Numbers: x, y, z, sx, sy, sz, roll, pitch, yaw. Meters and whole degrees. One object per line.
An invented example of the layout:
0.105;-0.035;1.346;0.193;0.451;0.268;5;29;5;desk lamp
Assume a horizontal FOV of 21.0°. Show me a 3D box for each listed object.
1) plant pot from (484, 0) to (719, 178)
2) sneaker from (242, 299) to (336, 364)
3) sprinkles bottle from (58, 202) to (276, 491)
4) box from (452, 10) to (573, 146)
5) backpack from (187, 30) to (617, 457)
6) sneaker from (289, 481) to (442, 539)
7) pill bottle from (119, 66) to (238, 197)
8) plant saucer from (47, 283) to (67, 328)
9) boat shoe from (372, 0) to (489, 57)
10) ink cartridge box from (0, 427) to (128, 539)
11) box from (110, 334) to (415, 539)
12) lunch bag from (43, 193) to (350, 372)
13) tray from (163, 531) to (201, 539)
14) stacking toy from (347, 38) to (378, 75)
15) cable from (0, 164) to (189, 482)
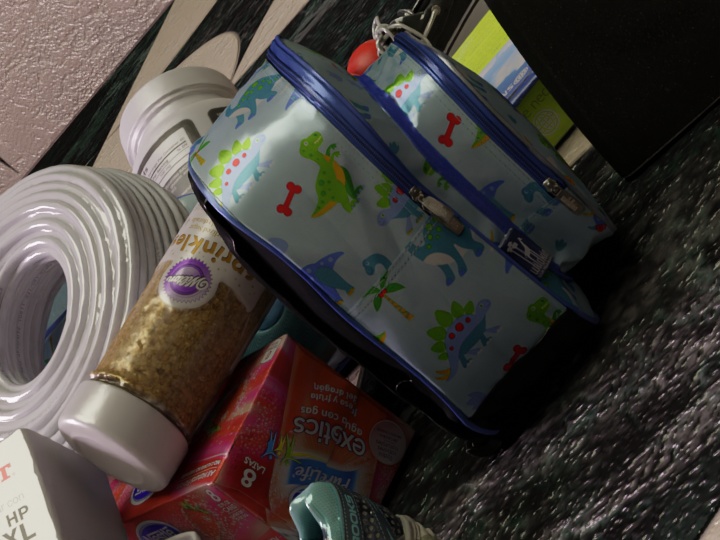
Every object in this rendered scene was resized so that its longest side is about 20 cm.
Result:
0.149;-0.212;1.028;0.199;0.177;0.201;-43;17;33;plant pot
0.000;0.000;1.167;0.079;0.130;0.202;21;84;31;sneaker
-0.086;0.020;1.058;0.201;0.068;0.068;-60;16;-23;sprinkles bottle
0.099;-0.118;1.215;0.122;0.047;0.200;-51;15;13;box
0.020;-0.035;0.978;0.147;0.199;0.183;-52;14;5;backpack
-0.040;0.187;0.882;0.077;0.086;0.201;-28;29;60;sneaker
-0.092;-0.047;1.354;0.116;0.115;0.201;-48;47;19;pill bottle
-0.137;0.038;1.398;0.039;0.199;0.202;84;-152;-55;plant saucer
0.042;-0.170;1.460;0.200;0.068;0.074;-56;15;-7;boat shoe
-0.185;0.208;1.024;0.144;0.084;0.201;-32;57;11;ink cartridge box
-0.069;0.123;1.093;0.200;0.095;0.100;-30;29;56;box
-0.105;0.057;1.238;0.200;0.160;0.083;-45;40;20;lunch bag
-0.117;0.215;1.101;0.200;0.022;0.109;-30;68;56;tray
-0.019;-0.101;1.503;0.201;0.085;0.085;-54;14;-31;stacking toy
-0.179;0.032;1.151;0.199;0.069;0.202;22;91;46;cable
